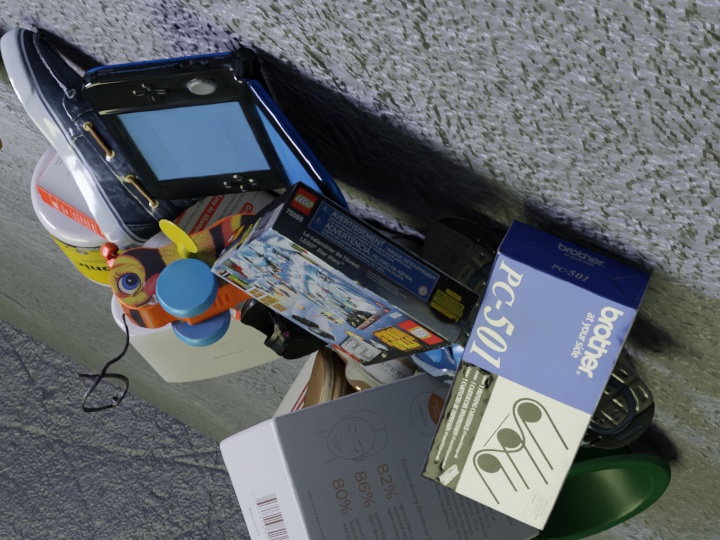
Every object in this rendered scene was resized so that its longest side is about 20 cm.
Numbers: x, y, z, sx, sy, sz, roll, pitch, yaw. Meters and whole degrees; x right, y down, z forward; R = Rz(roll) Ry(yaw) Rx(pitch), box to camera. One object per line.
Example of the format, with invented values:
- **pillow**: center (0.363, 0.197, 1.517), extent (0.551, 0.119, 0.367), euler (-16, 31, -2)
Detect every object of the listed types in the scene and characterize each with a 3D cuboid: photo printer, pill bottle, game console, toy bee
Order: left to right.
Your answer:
- **pill bottle**: center (-0.234, -0.048, 1.494), extent (0.111, 0.111, 0.200), euler (29, 167, 12)
- **toy bee**: center (-0.149, 0.004, 1.217), extent (0.109, 0.200, 0.131), euler (51, 147, 27)
- **photo printer**: center (-0.140, 0.049, 1.556), extent (0.166, 0.070, 0.200), euler (-15, 159, 2)
- **game console**: center (-0.084, -0.055, 1.083), extent (0.170, 0.119, 0.200), euler (-6, 159, 6)

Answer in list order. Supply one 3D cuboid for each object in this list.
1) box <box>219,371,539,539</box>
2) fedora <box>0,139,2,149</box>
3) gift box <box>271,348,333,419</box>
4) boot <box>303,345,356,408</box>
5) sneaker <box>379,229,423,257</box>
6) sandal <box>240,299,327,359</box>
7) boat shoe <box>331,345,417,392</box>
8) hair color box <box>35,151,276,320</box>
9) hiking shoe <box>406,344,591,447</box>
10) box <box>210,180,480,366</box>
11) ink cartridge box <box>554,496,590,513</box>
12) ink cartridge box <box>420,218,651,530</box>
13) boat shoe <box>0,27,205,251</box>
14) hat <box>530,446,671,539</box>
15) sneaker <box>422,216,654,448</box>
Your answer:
- **box**: center (0.015, 0.172, 1.249), extent (0.106, 0.199, 0.153), euler (-30, 76, 58)
- **fedora**: center (-0.374, -0.186, 1.371), extent (0.200, 0.082, 0.201), euler (35, 170, 7)
- **gift box**: center (-0.027, 0.199, 1.760), extent (0.200, 0.187, 0.184), euler (33, 166, -11)
- **boot**: center (0.025, 0.128, 1.537), extent (0.155, 0.073, 0.200), euler (16, 177, 0)
- **sneaker**: center (0.000, 0.000, 1.210), extent (0.082, 0.075, 0.200), euler (37, 166, -25)
- **sandal**: center (-0.057, 0.054, 1.474), extent (0.048, 0.075, 0.200), euler (64, -175, 20)
- **boat shoe**: center (0.021, 0.069, 1.431), extent (0.074, 0.066, 0.200), euler (35, -173, -16)
- **hair color box**: center (-0.160, -0.054, 1.324), extent (0.200, 0.102, 0.061), euler (32, 168, 2)
- **hiking shoe**: center (0.114, 0.055, 1.203), extent (0.199, 0.074, 0.087), euler (23, 149, 15)
- **box**: center (-0.016, 0.008, 1.055), extent (0.137, 0.040, 0.200), euler (33, 165, -10)
- **ink cartridge box**: center (0.154, 0.215, 1.493), extent (0.199, 0.050, 0.162), euler (-2, 166, -3)
- **ink cartridge box**: center (0.110, 0.072, 1.027), extent (0.094, 0.044, 0.200), euler (23, 127, 9)
- **boat shoe**: center (-0.200, -0.122, 1.256), extent (0.201, 0.091, 0.071), euler (58, -166, -2)
- **hat**: center (0.163, 0.122, 1.372), extent (0.200, 0.165, 0.176), euler (68, -175, -60)
- **sneaker**: center (0.118, 0.040, 1.094), extent (0.200, 0.074, 0.087), euler (46, -166, -5)
